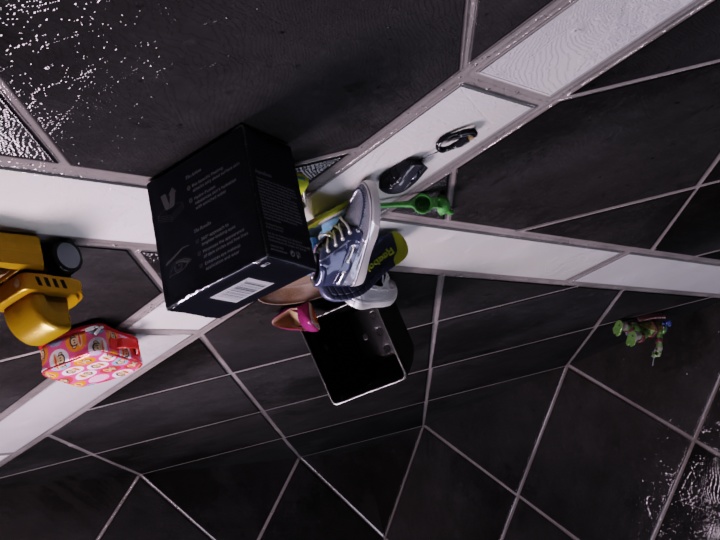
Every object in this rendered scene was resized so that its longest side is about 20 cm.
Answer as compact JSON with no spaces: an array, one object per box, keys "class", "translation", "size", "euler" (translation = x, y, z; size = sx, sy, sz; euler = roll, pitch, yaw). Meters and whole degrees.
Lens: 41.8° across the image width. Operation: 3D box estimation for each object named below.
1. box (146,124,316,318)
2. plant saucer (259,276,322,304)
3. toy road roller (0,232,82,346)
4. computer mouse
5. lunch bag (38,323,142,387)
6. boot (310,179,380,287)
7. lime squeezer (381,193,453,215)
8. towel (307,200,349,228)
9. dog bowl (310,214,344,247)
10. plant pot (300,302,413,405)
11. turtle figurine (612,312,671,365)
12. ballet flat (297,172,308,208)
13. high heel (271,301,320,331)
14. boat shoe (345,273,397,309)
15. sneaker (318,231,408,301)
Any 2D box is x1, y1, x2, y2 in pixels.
[{"class":"box","translation":[-0.184,-0.063,1.334],"size":[0.195,0.202,0.117],"euler":[-25,158,30]},{"class":"plant saucer","translation":[-0.113,0.016,1.874],"size":[0.198,0.037,0.201],"euler":[-14,161,-5]},{"class":"toy road roller","translation":[-0.519,0.032,1.441],"size":[0.122,0.148,0.199],"euler":[-27,158,32]},{"class":"computer mouse","translation":[0.108,-0.170,1.511],"size":[0.199,0.034,0.058],"euler":[-30,155,37]},{"class":"lunch bag","translation":[-0.538,0.172,1.929],"size":[0.174,0.083,0.200],"euler":[-18,160,10]},{"class":"boot","translation":[-0.027,-0.056,1.571],"size":[0.089,0.073,0.202],"euler":[-5,124,-25]},{"class":"lime squeezer","translation":[0.114,-0.119,1.680],"size":[0.198,0.038,0.070],"euler":[0,-172,-40]},{"class":"towel","translation":[-0.089,-0.070,1.544],"size":[0.085,0.018,0.200],"euler":[-24,-174,29]},{"class":"dog bowl","translation":[-0.057,-0.044,1.699],"size":[0.199,0.050,0.111],"euler":[-28,166,32]},{"class":"plant pot","translation":[0.014,0.160,2.137],"size":[0.198,0.202,0.177],"euler":[-24,180,26]},{"class":"turtle figurine","translation":[0.913,0.230,3.092],"size":[0.192,0.146,0.200],"euler":[5,150,-35]},{"class":"ballet flat","translation":[-0.121,-0.098,1.489],"size":[0.066,0.068,0.200],"euler":[1,155,-14]},{"class":"high heel","translation":[-0.140,0.110,2.003],"size":[0.095,0.068,0.200],"euler":[-22,-179,-5]},{"class":"boat shoe","translation":[0.029,0.030,1.976],"size":[0.199,0.072,0.069],"euler":[-4,126,-57]},{"class":"sneaker","translation":[0.000,0.000,1.785],"size":[0.199,0.075,0.082],"euler":[-31,-173,-26]}]
